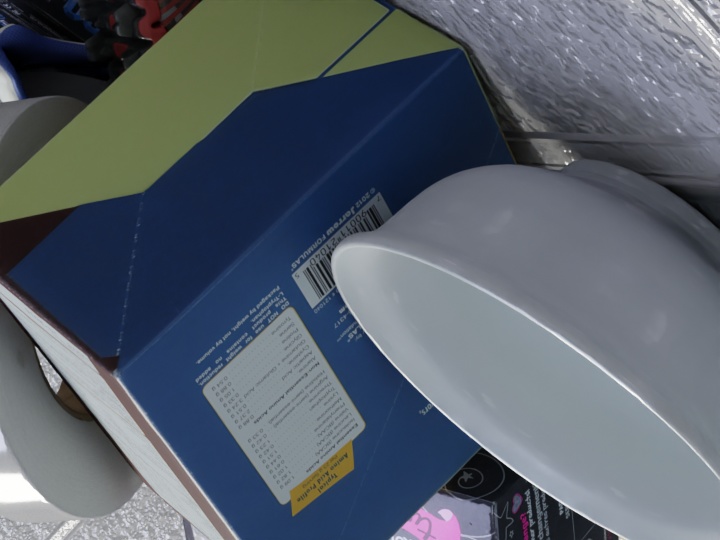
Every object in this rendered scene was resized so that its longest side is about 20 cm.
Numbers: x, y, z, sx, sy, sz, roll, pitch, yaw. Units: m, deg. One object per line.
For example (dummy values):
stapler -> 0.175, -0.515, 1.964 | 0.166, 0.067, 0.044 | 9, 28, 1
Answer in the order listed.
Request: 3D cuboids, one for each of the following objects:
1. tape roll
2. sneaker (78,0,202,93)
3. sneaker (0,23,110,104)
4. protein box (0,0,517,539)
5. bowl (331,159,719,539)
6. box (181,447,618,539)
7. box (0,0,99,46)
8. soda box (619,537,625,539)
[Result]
tape roll -> -0.146, 0.019, 1.083 | 0.037, 0.204, 0.203 | -5, 149, 21
sneaker -> -0.070, -0.085, 1.110 | 0.071, 0.098, 0.201 | 31, 142, 62
sneaker -> -0.105, -0.070, 1.169 | 0.199, 0.076, 0.088 | 11, 152, -8
protein box -> -0.032, 0.006, 1.017 | 0.135, 0.198, 0.200 | 35, 163, 41
bowl -> 0.093, 0.021, 0.897 | 0.201, 0.091, 0.201 | 35, 165, 11
box -> 0.016, 0.114, 1.150 | 0.199, 0.115, 0.133 | 13, 126, 31
box -> -0.206, -0.142, 1.243 | 0.198, 0.050, 0.200 | 5, 158, 46
soda box -> 0.171, 0.119, 1.160 | 0.200, 0.064, 0.068 | 33, 167, 51
